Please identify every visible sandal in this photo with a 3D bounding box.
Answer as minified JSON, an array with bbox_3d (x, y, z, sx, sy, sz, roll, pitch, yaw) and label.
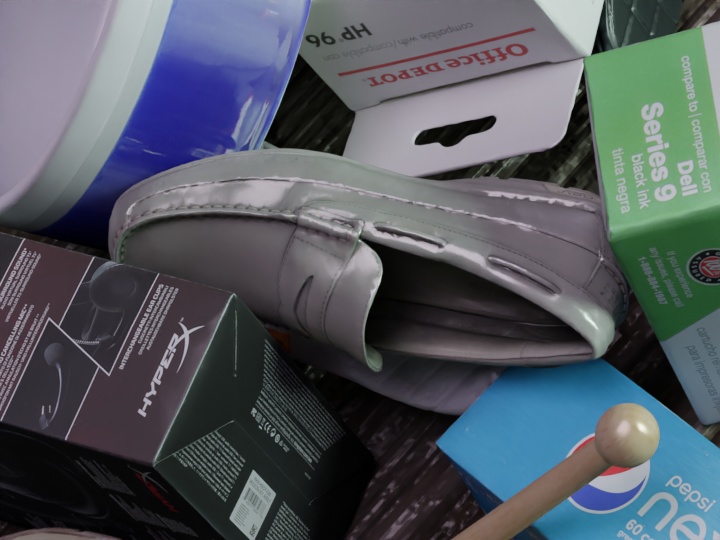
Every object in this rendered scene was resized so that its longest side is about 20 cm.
[{"bbox_3d":[-0.008,0.008,1.168,0.206,0.059,0.080,29,94,32],"label":"sandal"}]

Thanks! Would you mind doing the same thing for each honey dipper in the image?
[{"bbox_3d":[0.033,0.103,1.046,0.200,0.038,0.038,-39,46,35],"label":"honey dipper"}]

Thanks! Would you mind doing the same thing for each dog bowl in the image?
[{"bbox_3d":[-0.095,-0.109,1.159,0.200,0.078,0.201,-39,44,50],"label":"dog bowl"}]

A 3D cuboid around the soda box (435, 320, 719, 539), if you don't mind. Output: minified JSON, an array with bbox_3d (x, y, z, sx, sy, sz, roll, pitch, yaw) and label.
[{"bbox_3d":[0.122,0.106,1.047,0.068,0.064,0.200,-45,54,-9],"label":"soda box"}]

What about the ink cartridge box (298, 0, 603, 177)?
[{"bbox_3d":[0.038,-0.137,1.146,0.116,0.068,0.201,-11,49,35],"label":"ink cartridge box"}]

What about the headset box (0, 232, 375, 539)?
[{"bbox_3d":[-0.116,0.051,1.130,0.199,0.149,0.078,15,69,31],"label":"headset box"}]

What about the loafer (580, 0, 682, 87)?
[{"bbox_3d":[0.089,-0.148,1.221,0.072,0.073,0.201,-19,45,22],"label":"loafer"}]

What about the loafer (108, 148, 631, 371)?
[{"bbox_3d":[0.000,0.000,1.070,0.199,0.070,0.070,2,42,12],"label":"loafer"}]

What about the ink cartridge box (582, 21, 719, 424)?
[{"bbox_3d":[0.197,-0.033,1.049,0.199,0.146,0.084,-15,55,15],"label":"ink cartridge box"}]

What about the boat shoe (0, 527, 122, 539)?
[{"bbox_3d":[-0.134,0.144,1.138,0.199,0.074,0.074,-2,69,32],"label":"boat shoe"}]
